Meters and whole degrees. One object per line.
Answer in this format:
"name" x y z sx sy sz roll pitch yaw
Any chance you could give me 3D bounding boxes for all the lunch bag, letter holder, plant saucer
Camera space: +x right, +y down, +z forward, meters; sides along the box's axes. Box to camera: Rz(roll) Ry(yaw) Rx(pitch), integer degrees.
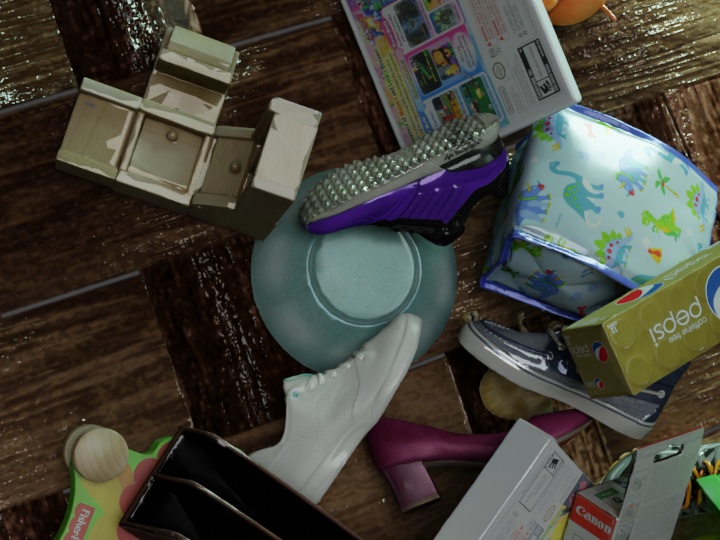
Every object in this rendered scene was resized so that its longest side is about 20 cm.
"lunch bag" 0.229 -0.040 1.335 0.200 0.128 0.170 19 61 -3
"letter holder" -0.075 0.228 1.197 0.200 0.142 0.101 39 71 -21
"plant saucer" 0.000 0.000 1.333 0.200 0.039 0.202 2 83 -15

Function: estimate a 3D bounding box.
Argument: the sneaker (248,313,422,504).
"sneaker" -0.024 0.110 1.286 0.088 0.075 0.200 35 88 1

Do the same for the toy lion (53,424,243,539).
"toy lion" -0.183 0.230 1.250 0.191 0.069 0.200 26 77 -17

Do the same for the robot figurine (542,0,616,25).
"robot figurine" 0.165 -0.308 1.375 0.200 0.144 0.117 28 93 -9

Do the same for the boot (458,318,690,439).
"boot" 0.192 0.069 1.291 0.200 0.073 0.090 25 106 -12

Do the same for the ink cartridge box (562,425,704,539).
"ink cartridge box" 0.233 0.226 1.286 0.109 0.050 0.200 -8 118 -44

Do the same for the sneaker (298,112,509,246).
"sneaker" 0.047 -0.059 1.298 0.200 0.070 0.100 -23 117 -3

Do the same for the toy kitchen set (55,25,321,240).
"toy kitchen set" -0.141 -0.148 1.244 0.200 0.180 0.164 19 77 -9

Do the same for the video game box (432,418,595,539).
"video game box" 0.130 0.251 1.264 0.200 0.047 0.182 -53 138 -9

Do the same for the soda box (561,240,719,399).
"soda box" 0.273 0.038 1.238 0.200 0.064 0.068 -27 95 -26

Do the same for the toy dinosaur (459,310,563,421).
"toy dinosaur" 0.166 0.112 1.362 0.101 0.058 0.200 -30 95 0

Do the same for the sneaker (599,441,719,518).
"sneaker" 0.320 0.198 1.367 0.199 0.077 0.078 -12 88 -13

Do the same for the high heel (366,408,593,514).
"high heel" 0.107 0.141 1.311 0.200 0.067 0.096 -21 73 -6

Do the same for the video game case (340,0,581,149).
"video game case" 0.087 -0.212 1.328 0.024 0.182 0.200 -20 87 -59

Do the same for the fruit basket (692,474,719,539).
"fruit basket" 0.359 0.285 1.309 0.215 0.156 0.216 -5 114 -11
